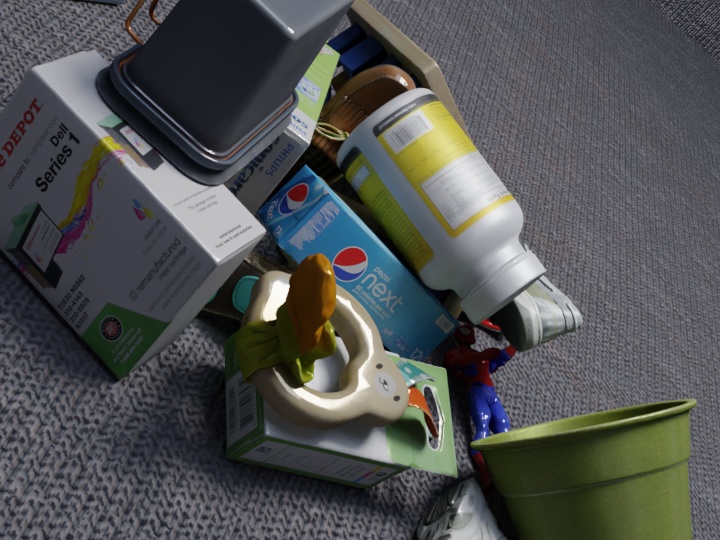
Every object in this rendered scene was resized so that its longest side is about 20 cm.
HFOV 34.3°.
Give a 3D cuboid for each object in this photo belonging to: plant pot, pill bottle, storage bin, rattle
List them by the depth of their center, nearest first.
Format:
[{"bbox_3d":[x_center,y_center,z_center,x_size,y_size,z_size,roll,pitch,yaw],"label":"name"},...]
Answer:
[{"bbox_3d":[0.016,0.056,0.895,0.199,0.143,0.131,29,33,-18],"label":"rattle"},{"bbox_3d":[-0.097,-0.186,0.907,0.145,0.134,0.200,42,29,-3],"label":"storage bin"},{"bbox_3d":[0.209,0.224,1.004,0.199,0.199,0.192,-2,79,-51],"label":"plant pot"},{"bbox_3d":[0.075,-0.055,1.050,0.201,0.112,0.112,54,31,8],"label":"pill bottle"}]

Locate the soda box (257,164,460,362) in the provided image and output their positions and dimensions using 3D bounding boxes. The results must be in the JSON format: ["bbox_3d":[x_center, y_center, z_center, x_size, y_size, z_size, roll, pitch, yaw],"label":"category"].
[{"bbox_3d":[0.000,0.000,1.041,0.200,0.064,0.068,45,3,-34],"label":"soda box"}]

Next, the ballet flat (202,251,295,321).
[{"bbox_3d":[-0.111,0.007,1.005,0.199,0.071,0.065,30,10,-1],"label":"ballet flat"}]

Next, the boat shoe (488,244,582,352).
[{"bbox_3d":[0.162,0.020,1.173,0.064,0.075,0.202,-10,19,-5],"label":"boat shoe"}]

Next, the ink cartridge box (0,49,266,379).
[{"bbox_3d":[-0.195,-0.044,0.891,0.200,0.145,0.084,46,30,4],"label":"ink cartridge box"}]

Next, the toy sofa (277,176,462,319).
[{"bbox_3d":[0.025,-0.005,1.147,0.199,0.083,0.098,25,15,-30],"label":"toy sofa"}]

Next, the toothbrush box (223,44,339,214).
[{"bbox_3d":[-0.105,-0.140,1.119,0.086,0.146,0.201,34,32,-15],"label":"toothbrush box"}]

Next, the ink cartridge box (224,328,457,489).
[{"bbox_3d":[-0.015,0.117,0.970,0.199,0.059,0.105,18,53,-34],"label":"ink cartridge box"}]

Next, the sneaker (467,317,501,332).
[{"bbox_3d":[0.114,-0.014,1.304,0.201,0.067,0.108,40,28,-12],"label":"sneaker"}]

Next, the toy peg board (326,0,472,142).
[{"bbox_3d":[0.030,-0.164,1.256,0.200,0.097,0.200,51,-6,46],"label":"toy peg board"}]

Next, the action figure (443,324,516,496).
[{"bbox_3d":[0.140,0.116,1.151,0.065,0.099,0.201,22,34,-33],"label":"action figure"}]

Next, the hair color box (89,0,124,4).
[{"bbox_3d":[-0.322,-0.376,1.233,0.099,0.061,0.201,-8,58,-54],"label":"hair color box"}]

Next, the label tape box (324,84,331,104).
[{"bbox_3d":[-0.108,-0.255,1.339,0.143,0.066,0.201,29,31,-25],"label":"label tape box"}]

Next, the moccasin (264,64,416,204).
[{"bbox_3d":[-0.025,-0.128,1.143,0.074,0.200,0.078,47,32,-23],"label":"moccasin"}]

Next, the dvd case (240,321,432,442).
[{"bbox_3d":[-0.024,0.074,1.075,0.199,0.022,0.147,24,35,-28],"label":"dvd case"}]

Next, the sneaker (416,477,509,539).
[{"bbox_3d":[0.085,0.252,0.936,0.099,0.078,0.200,47,31,-2],"label":"sneaker"}]
